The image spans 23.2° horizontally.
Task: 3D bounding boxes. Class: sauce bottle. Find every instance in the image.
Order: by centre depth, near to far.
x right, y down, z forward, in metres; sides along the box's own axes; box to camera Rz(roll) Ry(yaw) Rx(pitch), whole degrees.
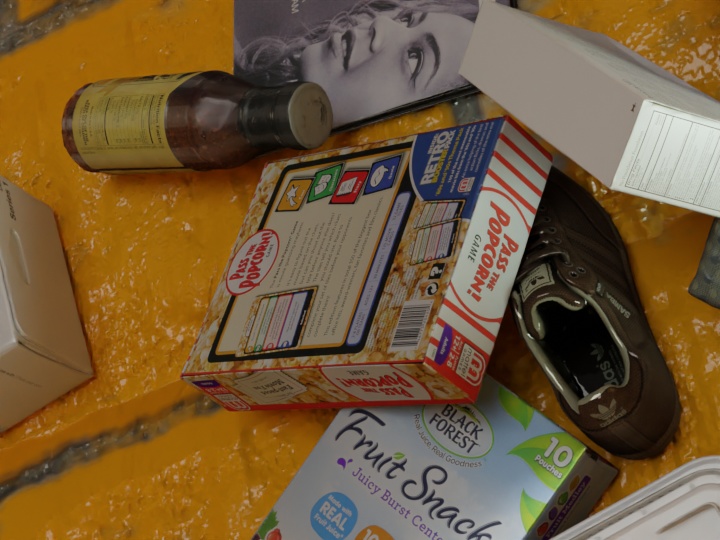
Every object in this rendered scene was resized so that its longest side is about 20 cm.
[{"bbox_3d":[-0.103,-0.093,1.105,0.199,0.066,0.066,2,71,38],"label":"sauce bottle"}]

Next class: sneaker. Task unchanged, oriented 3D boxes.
[{"bbox_3d":[0.109,0.006,0.941,0.070,0.075,0.200,-36,56,14],"label":"sneaker"}]

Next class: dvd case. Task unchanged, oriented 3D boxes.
[{"bbox_3d":[0.005,-0.161,1.111,0.199,0.016,0.149,-14,63,26],"label":"dvd case"}]

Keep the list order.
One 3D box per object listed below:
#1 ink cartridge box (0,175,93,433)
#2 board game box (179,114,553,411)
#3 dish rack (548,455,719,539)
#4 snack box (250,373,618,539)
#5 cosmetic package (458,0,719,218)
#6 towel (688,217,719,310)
[{"bbox_3d":[-0.288,0.046,1.160,0.200,0.084,0.145,-31,58,18],"label":"ink cartridge box"},{"bbox_3d":[0.000,0.000,0.980,0.200,0.046,0.152,-6,56,46],"label":"board game box"},{"bbox_3d":[0.135,0.197,0.835,0.200,0.044,0.172,-31,69,8],"label":"dish rack"},{"bbox_3d":[0.024,0.147,0.949,0.142,0.053,0.200,35,90,35],"label":"snack box"},{"bbox_3d":[0.127,-0.086,0.913,0.051,0.082,0.200,-69,24,15],"label":"cosmetic package"},{"bbox_3d":[0.277,-0.042,0.841,0.192,0.035,0.201,25,103,24],"label":"towel"}]
